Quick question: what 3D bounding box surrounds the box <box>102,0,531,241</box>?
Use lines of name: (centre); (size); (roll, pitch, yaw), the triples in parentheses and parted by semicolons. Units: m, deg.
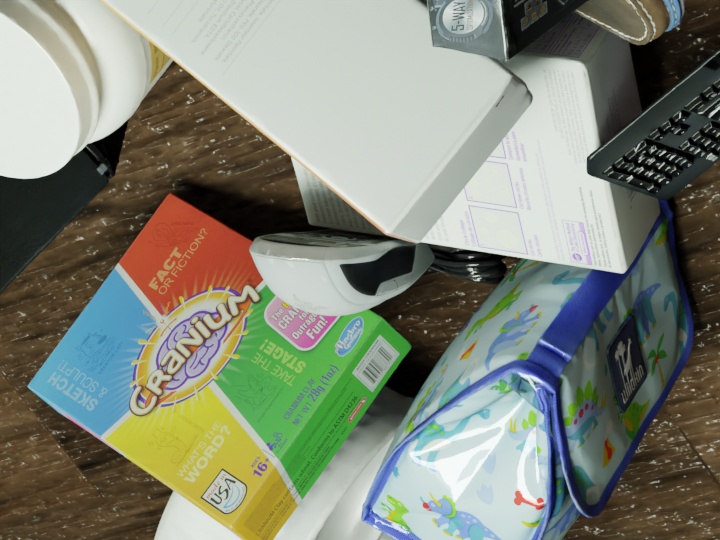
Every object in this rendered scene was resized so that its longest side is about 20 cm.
box: (-0.025, -0.115, 1.450); (0.200, 0.098, 0.124); (39, -176, 7)

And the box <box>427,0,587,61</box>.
box: (0.098, -0.211, 1.371); (0.043, 0.200, 0.161); (14, 127, 33)

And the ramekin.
ramekin: (-0.044, 0.146, 1.849); (0.097, 0.201, 0.201); (31, 141, 15)

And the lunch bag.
lunch bag: (0.106, 0.064, 1.680); (0.127, 0.170, 0.200); (29, 140, 7)

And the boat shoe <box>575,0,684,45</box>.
boat shoe: (0.068, -0.165, 1.495); (0.200, 0.073, 0.072); (33, 161, 9)

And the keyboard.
keyboard: (0.215, -0.089, 1.504); (0.104, 0.040, 0.200); (9, 142, -45)

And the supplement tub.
supplement tub: (-0.157, -0.159, 1.617); (0.144, 0.200, 0.145); (18, 137, 18)

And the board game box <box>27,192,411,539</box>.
board game box: (-0.087, 0.058, 1.772); (0.200, 0.153, 0.040); (29, 170, 40)

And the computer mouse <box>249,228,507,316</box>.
computer mouse: (0.000, 0.000, 1.687); (0.109, 0.200, 0.044); (8, 98, 28)

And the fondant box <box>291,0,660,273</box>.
fondant box: (0.054, -0.082, 1.610); (0.199, 0.058, 0.145); (9, 134, 27)

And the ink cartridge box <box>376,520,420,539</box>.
ink cartridge box: (0.053, 0.175, 1.802); (0.083, 0.200, 0.145); (30, 141, 5)

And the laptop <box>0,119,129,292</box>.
laptop: (-0.231, -0.102, 1.709); (0.103, 0.200, 0.177); (-35, 109, 15)
